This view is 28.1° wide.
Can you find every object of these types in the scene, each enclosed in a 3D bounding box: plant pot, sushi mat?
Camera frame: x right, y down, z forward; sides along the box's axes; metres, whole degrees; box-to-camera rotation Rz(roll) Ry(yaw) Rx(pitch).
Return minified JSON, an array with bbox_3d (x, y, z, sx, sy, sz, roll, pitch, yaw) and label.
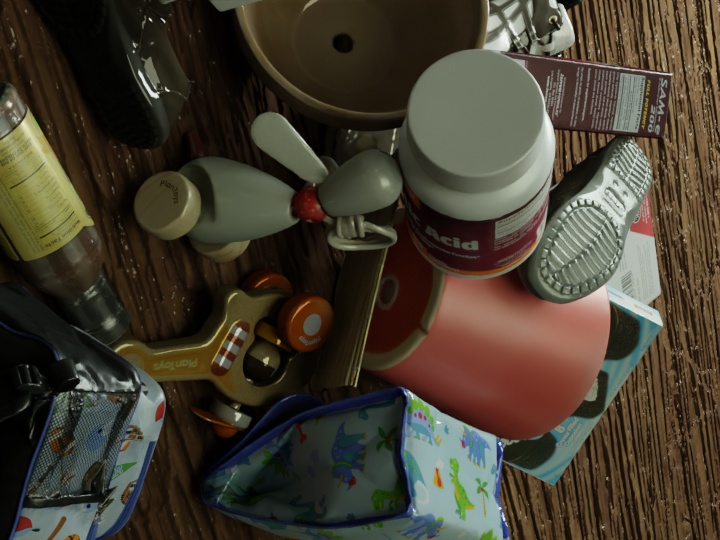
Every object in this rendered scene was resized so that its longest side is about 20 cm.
[{"bbox_3d":[-0.006,-0.197,1.137,0.200,0.093,0.202,3,76,-12],"label":"plant pot"},{"bbox_3d":[0.000,0.000,1.159,0.012,0.096,0.201,17,76,-15],"label":"sushi mat"},{"bbox_3d":[0.086,0.036,1.258,0.177,0.200,0.201,17,85,-38],"label":"plant pot"}]

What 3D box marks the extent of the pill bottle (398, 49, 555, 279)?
[{"bbox_3d":[0.086,-0.076,1.072,0.200,0.114,0.115,76,37,-70],"label":"pill bottle"}]

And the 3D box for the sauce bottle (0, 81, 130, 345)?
[{"bbox_3d":[-0.219,-0.032,0.985,0.065,0.065,0.201,-47,131,-31],"label":"sauce bottle"}]

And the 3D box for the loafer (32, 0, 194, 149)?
[{"bbox_3d":[-0.175,-0.184,1.007,0.071,0.073,0.201,-53,138,-40],"label":"loafer"}]

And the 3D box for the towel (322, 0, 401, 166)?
[{"bbox_3d":[0.028,-0.175,1.254,0.132,0.034,0.201,7,94,-47],"label":"towel"}]

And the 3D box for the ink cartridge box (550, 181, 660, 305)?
[{"bbox_3d":[0.211,-0.002,1.454,0.200,0.083,0.147,-32,120,-40],"label":"ink cartridge box"}]

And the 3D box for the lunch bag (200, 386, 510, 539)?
[{"bbox_3d":[-0.003,0.177,1.171,0.170,0.199,0.128,32,49,-49],"label":"lunch bag"}]

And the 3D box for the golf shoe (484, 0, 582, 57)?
[{"bbox_3d":[0.142,-0.209,1.300,0.078,0.094,0.201,82,28,-58],"label":"golf shoe"}]

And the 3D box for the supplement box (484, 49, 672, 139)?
[{"bbox_3d":[0.154,-0.152,1.222,0.199,0.109,0.061,2,100,-33],"label":"supplement box"}]

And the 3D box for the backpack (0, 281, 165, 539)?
[{"bbox_3d":[-0.231,0.116,0.924,0.154,0.200,0.191,19,97,-47],"label":"backpack"}]

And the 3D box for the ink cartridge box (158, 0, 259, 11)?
[{"bbox_3d":[-0.064,-0.262,1.033,0.067,0.115,0.201,43,49,-46],"label":"ink cartridge box"}]

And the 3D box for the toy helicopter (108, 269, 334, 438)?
[{"bbox_3d":[-0.119,0.076,1.128,0.199,0.079,0.133,-4,110,-37],"label":"toy helicopter"}]

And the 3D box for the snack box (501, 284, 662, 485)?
[{"bbox_3d":[0.183,0.099,1.366,0.200,0.116,0.037,-61,-172,24],"label":"snack box"}]

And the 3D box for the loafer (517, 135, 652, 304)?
[{"bbox_3d":[0.185,-0.036,1.225,0.075,0.070,0.200,51,48,-11],"label":"loafer"}]

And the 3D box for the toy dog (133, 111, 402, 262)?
[{"bbox_3d":[-0.069,-0.072,1.074,0.132,0.199,0.097,78,8,-72],"label":"toy dog"}]
